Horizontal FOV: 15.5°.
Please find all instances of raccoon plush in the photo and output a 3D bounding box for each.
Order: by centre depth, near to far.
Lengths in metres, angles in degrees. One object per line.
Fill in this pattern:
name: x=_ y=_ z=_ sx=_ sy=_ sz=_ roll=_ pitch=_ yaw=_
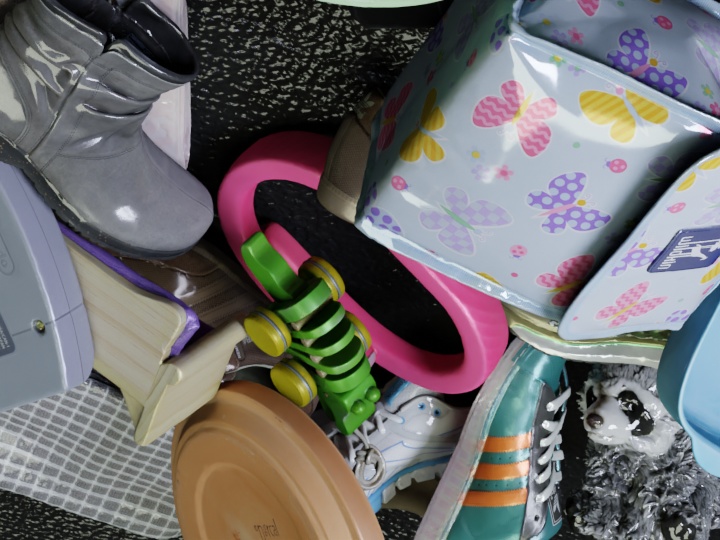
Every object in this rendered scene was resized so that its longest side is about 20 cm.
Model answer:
raccoon plush: x=0.192 y=0.101 z=1.706 sx=0.096 sy=0.135 sz=0.200 roll=6 pitch=-173 yaw=20

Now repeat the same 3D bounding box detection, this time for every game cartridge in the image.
game cartridge: x=-0.234 y=-0.014 z=1.531 sx=0.133 sy=0.042 sz=0.201 roll=-18 pitch=100 yaw=31

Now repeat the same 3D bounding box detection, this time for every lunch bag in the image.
lunch bag: x=0.124 y=-0.060 z=1.346 sx=0.199 sy=0.128 sz=0.170 roll=25 pitch=133 yaw=-17

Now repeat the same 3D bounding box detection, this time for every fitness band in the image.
fitness band: x=0.000 y=0.000 z=1.581 sx=0.200 sy=0.037 sz=0.143 roll=44 pitch=148 yaw=-10

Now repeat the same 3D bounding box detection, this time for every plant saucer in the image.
plant saucer: x=-0.054 y=0.165 z=1.617 sx=0.200 sy=0.032 sz=0.201 roll=31 pitch=134 yaw=38

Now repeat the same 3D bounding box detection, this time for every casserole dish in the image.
casserole dish: x=0.230 y=0.018 z=1.474 sx=0.121 sy=0.201 sz=0.039 roll=30 pitch=178 yaw=-44

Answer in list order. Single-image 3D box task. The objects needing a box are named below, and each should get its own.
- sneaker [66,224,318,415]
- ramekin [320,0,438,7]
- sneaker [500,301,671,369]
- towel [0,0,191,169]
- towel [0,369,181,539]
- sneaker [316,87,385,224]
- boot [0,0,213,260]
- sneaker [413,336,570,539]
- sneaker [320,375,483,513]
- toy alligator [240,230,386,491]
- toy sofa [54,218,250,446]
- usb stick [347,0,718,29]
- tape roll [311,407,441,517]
sneaker: x=-0.103 y=0.034 z=1.662 sx=0.199 sy=0.076 sz=0.070 roll=28 pitch=144 yaw=-24
ramekin: x=-0.001 y=-0.224 z=1.235 sx=0.198 sy=0.098 sz=0.201 roll=9 pitch=147 yaw=6
sneaker: x=0.168 y=0.009 z=1.583 sx=0.199 sy=0.077 sz=0.089 roll=13 pitch=116 yaw=1
towel: x=-0.194 y=-0.129 z=1.502 sx=0.198 sy=0.032 sz=0.191 roll=10 pitch=146 yaw=2
towel: x=-0.174 y=0.099 z=1.789 sx=0.199 sy=0.086 sz=0.166 roll=20 pitch=145 yaw=-12
sneaker: x=0.076 y=-0.050 z=1.498 sx=0.199 sy=0.070 sz=0.076 roll=9 pitch=113 yaw=-27
boot: x=-0.131 y=-0.084 z=1.467 sx=0.199 sy=0.070 sz=0.131 roll=30 pitch=137 yaw=-34
sneaker: x=0.101 y=0.121 z=1.656 sx=0.080 sy=0.071 sz=0.201 roll=28 pitch=114 yaw=13
sneaker: x=0.015 y=0.101 z=1.704 sx=0.199 sy=0.075 sz=0.087 roll=-22 pitch=136 yaw=-15
toy alligator: x=-0.013 y=0.060 z=1.572 sx=0.054 sy=0.059 sz=0.201 roll=18 pitch=142 yaw=50
toy sofa: x=-0.165 y=0.002 z=1.568 sx=0.199 sy=0.083 sz=0.098 roll=34 pitch=123 yaw=16
usb stick: x=0.086 y=-0.151 z=1.378 sx=0.199 sy=0.033 sz=0.056 roll=0 pitch=138 yaw=17
tape roll: x=0.016 y=0.185 z=1.752 sx=0.201 sy=0.204 sz=0.071 roll=7 pitch=148 yaw=7
